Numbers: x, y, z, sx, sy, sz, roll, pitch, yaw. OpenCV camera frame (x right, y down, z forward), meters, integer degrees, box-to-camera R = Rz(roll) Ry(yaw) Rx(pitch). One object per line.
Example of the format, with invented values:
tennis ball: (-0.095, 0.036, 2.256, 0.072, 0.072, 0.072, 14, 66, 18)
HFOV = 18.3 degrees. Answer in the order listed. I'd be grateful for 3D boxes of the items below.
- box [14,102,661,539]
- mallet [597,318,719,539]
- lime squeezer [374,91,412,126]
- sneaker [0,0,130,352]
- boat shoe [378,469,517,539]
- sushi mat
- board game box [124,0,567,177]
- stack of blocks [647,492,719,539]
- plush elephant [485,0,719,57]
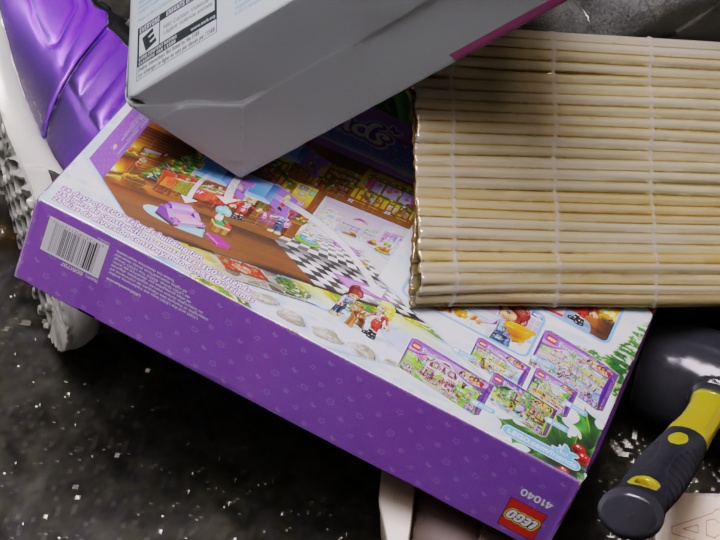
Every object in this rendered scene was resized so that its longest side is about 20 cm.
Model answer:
box: (0.000, 0.000, 0.772, 0.200, 0.039, 0.137, 28, 38, 5)
mallet: (0.117, 0.058, 0.732, 0.066, 0.200, 0.041, 15, 103, 8)
lime squeezer: (0.022, -0.078, 0.900, 0.070, 0.038, 0.201, 16, 53, -25)
sneaker: (-0.095, -0.063, 0.875, 0.099, 0.070, 0.201, -12, 62, -13)
boat shoe: (0.032, 0.133, 0.739, 0.059, 0.072, 0.201, 1, 52, 7)
sushi mat: (0.103, -0.035, 0.781, 0.199, 0.012, 0.096, 0, 83, -28)
board game box: (-0.006, -0.152, 0.752, 0.147, 0.064, 0.201, -25, 50, 32)
stack of blocks: (0.194, 0.139, 0.733, 0.199, 0.059, 0.116, 2, 58, 4)
plush elephant: (0.097, -0.142, 0.842, 0.164, 0.200, 0.155, -32, 55, 16)
